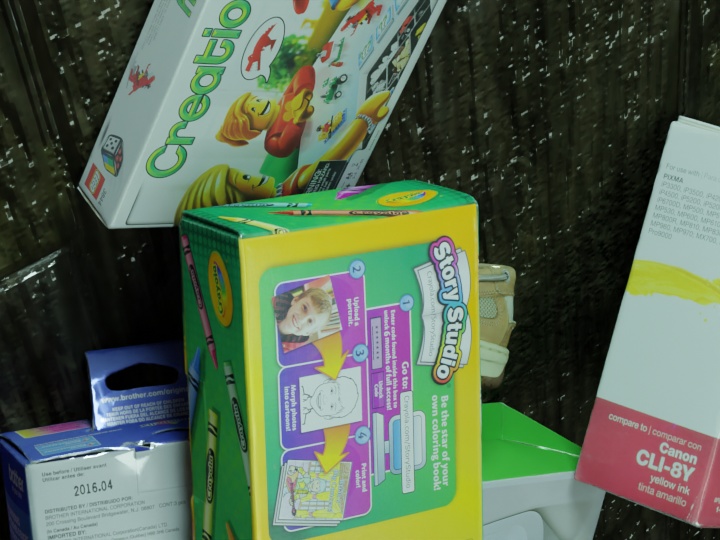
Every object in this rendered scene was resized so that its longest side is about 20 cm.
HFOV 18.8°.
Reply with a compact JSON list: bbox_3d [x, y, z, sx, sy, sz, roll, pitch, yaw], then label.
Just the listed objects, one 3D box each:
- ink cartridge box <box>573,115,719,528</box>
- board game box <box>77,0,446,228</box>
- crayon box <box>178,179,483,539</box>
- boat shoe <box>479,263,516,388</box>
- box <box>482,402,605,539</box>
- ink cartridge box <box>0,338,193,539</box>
[{"bbox_3d":[0.209,0.031,1.163,0.145,0.083,0.200,9,97,-49],"label":"ink cartridge box"},{"bbox_3d":[-0.027,-0.105,0.902,0.126,0.035,0.200,-3,132,-40],"label":"board game box"},{"bbox_3d":[-0.010,0.068,0.946,0.119,0.058,0.200,-9,104,-31],"label":"crayon box"},{"bbox_3d":[0.000,0.000,1.030,0.200,0.072,0.076,17,89,-48],"label":"boat shoe"},{"bbox_3d":[0.015,0.171,1.161,0.200,0.097,0.177,0,110,-43],"label":"box"},{"bbox_3d":[-0.089,0.136,1.003,0.136,0.076,0.200,-7,101,-20],"label":"ink cartridge box"}]
